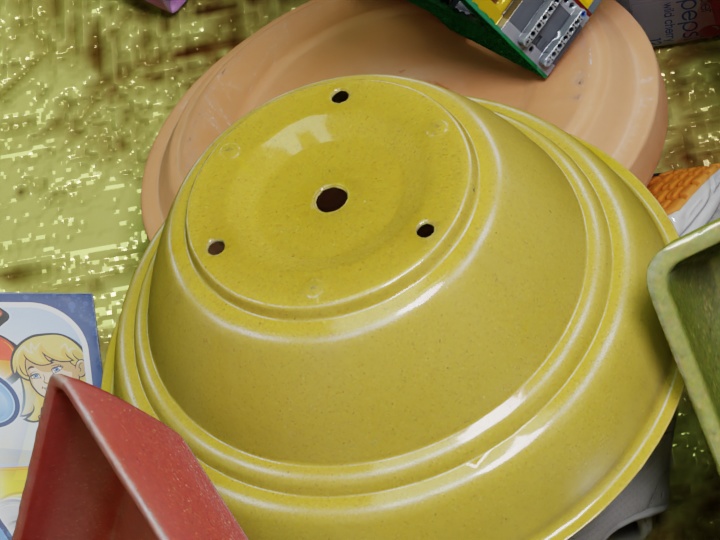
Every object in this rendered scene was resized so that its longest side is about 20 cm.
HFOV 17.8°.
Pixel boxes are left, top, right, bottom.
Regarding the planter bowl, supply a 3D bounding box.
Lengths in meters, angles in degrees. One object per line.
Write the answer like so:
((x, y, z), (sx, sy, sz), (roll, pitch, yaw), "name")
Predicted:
((0.000, 0.000, 0.721), (0.200, 0.083, 0.200), (-9, 51, 11), "planter bowl")

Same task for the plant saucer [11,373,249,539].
((-0.046, 0.156, 0.700), (0.037, 0.200, 0.200), (-20, 60, -31), "plant saucer")

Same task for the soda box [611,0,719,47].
((0.122, -0.190, 0.924), (0.070, 0.063, 0.200), (-9, 61, 7), "soda box")

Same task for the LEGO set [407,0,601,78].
((0.025, -0.168, 0.830), (0.116, 0.154, 0.200), (-54, 36, -2), "LEGO set")

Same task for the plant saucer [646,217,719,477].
((0.202, 0.028, 0.742), (0.200, 0.200, 0.048), (-26, 26, -4), "plant saucer")

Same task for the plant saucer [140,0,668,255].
((0.012, -0.052, 0.850), (0.200, 0.032, 0.200), (-13, 40, 11), "plant saucer")

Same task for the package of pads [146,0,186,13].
((-0.144, -0.198, 0.946), (0.200, 0.121, 0.076), (30, 71, 24), "package of pads")

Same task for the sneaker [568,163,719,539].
((0.084, 0.042, 0.809), (0.076, 0.092, 0.200), (-9, 30, 47), "sneaker")

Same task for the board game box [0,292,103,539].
((-0.187, 0.072, 0.809), (0.200, 0.034, 0.135), (0, 59, -19), "board game box")
